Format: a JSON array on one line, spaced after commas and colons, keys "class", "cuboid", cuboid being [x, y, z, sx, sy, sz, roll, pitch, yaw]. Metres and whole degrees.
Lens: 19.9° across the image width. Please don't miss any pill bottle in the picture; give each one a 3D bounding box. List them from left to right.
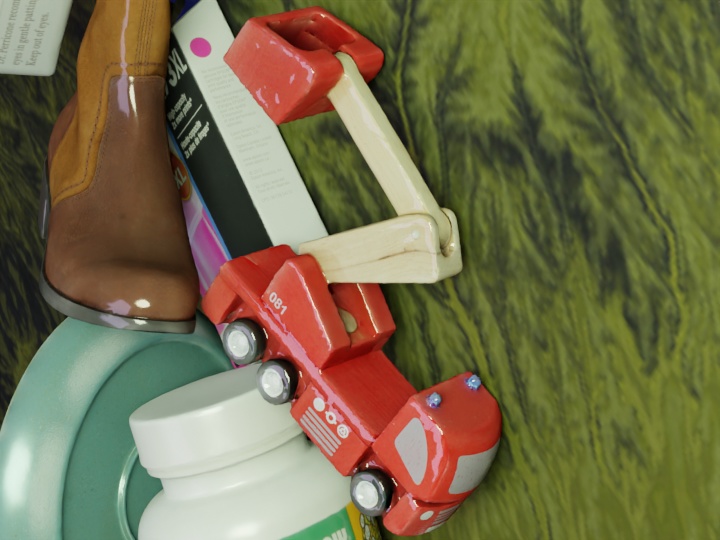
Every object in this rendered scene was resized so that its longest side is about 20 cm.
[{"class": "pill bottle", "cuboid": [-0.041, 0.150, 0.981, 0.113, 0.113, 0.200, -3, 106, 60]}]

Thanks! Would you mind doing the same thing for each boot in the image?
[{"class": "boot", "cuboid": [-0.095, -0.086, 0.928, 0.188, 0.068, 0.200, -113, 35, -65]}]

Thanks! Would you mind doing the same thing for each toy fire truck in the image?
[{"class": "toy fire truck", "cuboid": [0.000, 0.000, 0.883, 0.200, 0.049, 0.141, 48, 127, 18]}]

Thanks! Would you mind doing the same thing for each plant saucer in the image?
[{"class": "plant saucer", "cuboid": [-0.107, 0.108, 1.016, 0.027, 0.200, 0.200, 5, 113, 34]}]

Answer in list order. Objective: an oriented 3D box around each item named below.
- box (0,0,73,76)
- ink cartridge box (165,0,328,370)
[{"class": "box", "cuboid": [-0.217, -0.228, 0.967, 0.199, 0.171, 0.200, 119, 147, -54]}, {"class": "ink cartridge box", "cuboid": [-0.071, -0.054, 1.010, 0.200, 0.037, 0.095, 66, 151, 14]}]
